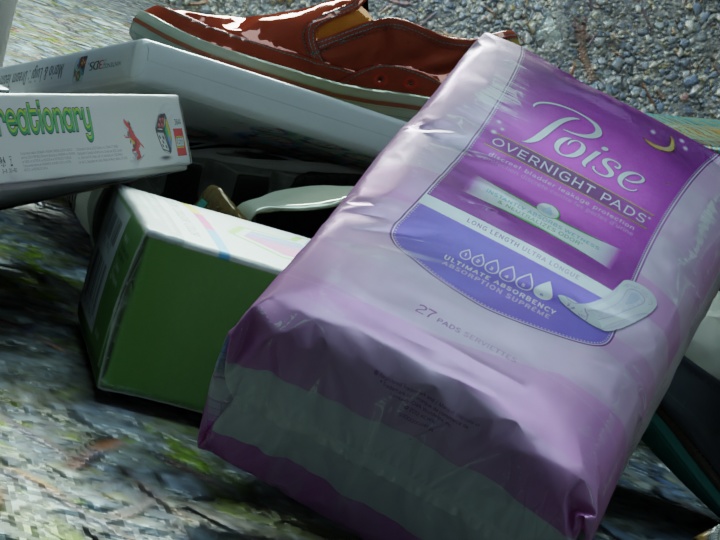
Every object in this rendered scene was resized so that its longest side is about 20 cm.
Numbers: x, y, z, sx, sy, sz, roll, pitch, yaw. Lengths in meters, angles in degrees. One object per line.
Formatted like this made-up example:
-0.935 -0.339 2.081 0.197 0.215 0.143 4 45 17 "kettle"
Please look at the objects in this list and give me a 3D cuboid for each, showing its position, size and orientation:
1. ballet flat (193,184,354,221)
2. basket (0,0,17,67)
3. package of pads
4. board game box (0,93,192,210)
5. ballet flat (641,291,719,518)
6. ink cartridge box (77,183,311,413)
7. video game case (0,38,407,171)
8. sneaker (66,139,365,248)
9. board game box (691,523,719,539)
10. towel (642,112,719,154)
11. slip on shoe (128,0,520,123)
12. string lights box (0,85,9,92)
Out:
0.000 0.000 0.804 0.199 0.073 0.068 13 12 -34 "ballet flat"
-0.286 -0.190 1.088 0.123 0.137 0.200 11 5 -25 "basket"
0.046 0.012 0.579 0.120 0.076 0.200 30 40 8 "package of pads"
-0.155 -0.038 0.668 0.125 0.035 0.200 -11 3 14 "board game box"
0.104 0.019 0.704 0.200 0.073 0.073 42 9 -3 "ballet flat"
-0.003 0.028 0.676 0.199 0.060 0.104 17 8 -16 "ink cartridge box"
-0.064 -0.071 0.885 0.199 0.024 0.182 15 -7 -32 "video game case"
-0.049 -0.030 0.870 0.199 0.075 0.088 14 13 -30 "sneaker"
0.198 0.099 0.508 0.135 0.035 0.200 -25 19 -6 "board game box"
0.172 -0.059 0.875 0.145 0.022 0.200 5 9 0 "towel"
-0.014 -0.105 0.871 0.198 0.062 0.074 10 -3 0 "slip on shoe"
-0.263 -0.079 0.779 0.102 0.059 0.200 24 11 28 "string lights box"
